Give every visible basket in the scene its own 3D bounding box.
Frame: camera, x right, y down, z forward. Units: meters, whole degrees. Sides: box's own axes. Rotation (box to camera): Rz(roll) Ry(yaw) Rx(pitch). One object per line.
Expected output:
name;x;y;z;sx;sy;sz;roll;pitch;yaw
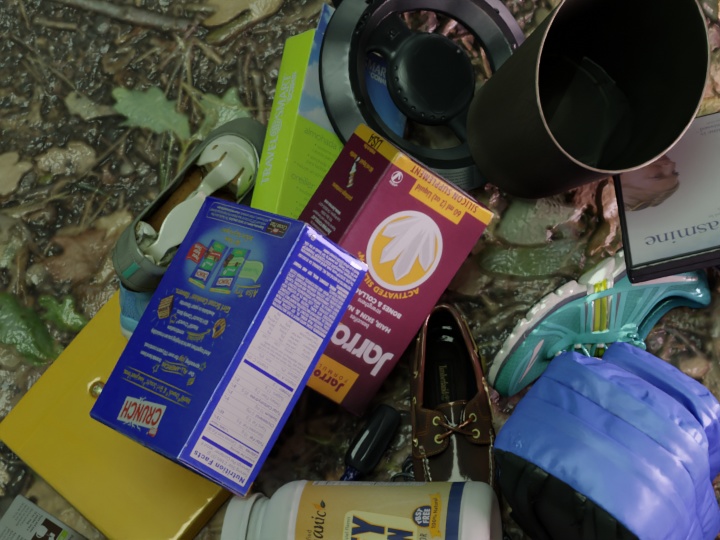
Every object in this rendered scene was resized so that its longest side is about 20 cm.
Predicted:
basket;0.171;-0.136;1.719;0.135;0.200;0.181;32;71;-9

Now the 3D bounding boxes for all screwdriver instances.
screwdriver;-0.028;0.195;1.748;0.201;0.028;0.029;-55;35;-9

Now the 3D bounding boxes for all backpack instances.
backpack;0.188;0.140;1.614;0.162;0.200;0.169;26;77;24

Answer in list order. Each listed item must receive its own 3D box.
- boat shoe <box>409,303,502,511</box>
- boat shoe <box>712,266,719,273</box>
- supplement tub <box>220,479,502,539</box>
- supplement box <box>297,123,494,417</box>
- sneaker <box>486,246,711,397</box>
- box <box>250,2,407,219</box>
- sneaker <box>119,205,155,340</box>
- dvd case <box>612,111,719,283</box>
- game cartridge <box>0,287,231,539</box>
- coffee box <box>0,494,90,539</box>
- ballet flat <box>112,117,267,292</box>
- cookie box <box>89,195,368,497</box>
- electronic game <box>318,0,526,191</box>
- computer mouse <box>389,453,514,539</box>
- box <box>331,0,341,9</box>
boat shoe;0.071;0.121;1.706;0.070;0.071;0.201;-8;56;-3
boat shoe;0.337;-0.002;1.696;0.199;0.060;0.074;36;104;20
supplement tub;0.002;0.229;1.597;0.198;0.145;0.146;-1;68;9
supplement box;0.000;0.000;1.735;0.201;0.110;0.086;-57;30;5
sneaker;0.190;0.044;1.726;0.199;0.078;0.080;-33;72;0
box;-0.022;-0.109;1.818;0.047;0.121;0.202;-12;60;47
sneaker;-0.143;-0.031;1.824;0.078;0.090;0.201;14;54;20
dvd case;0.275;-0.065;1.720;0.141;0.018;0.201;-13;33;10
game cartridge;-0.185;0.133;1.817;0.200;0.032;0.177;38;82;23
coffee box;-0.201;0.274;1.714;0.199;0.114;0.080;29;77;24
ballet flat;-0.126;-0.060;1.765;0.067;0.064;0.200;42;59;-5
cookie box;-0.104;0.055;1.655;0.171;0.075;0.201;17;76;58
electronic game;0.059;-0.161;1.814;0.198;0.042;0.202;5;77;-21
computer mouse;0.019;0.245;1.704;0.199;0.053;0.139;-33;61;-14
box;0.059;-0.344;1.898;0.195;0.118;0.202;-9;67;12
